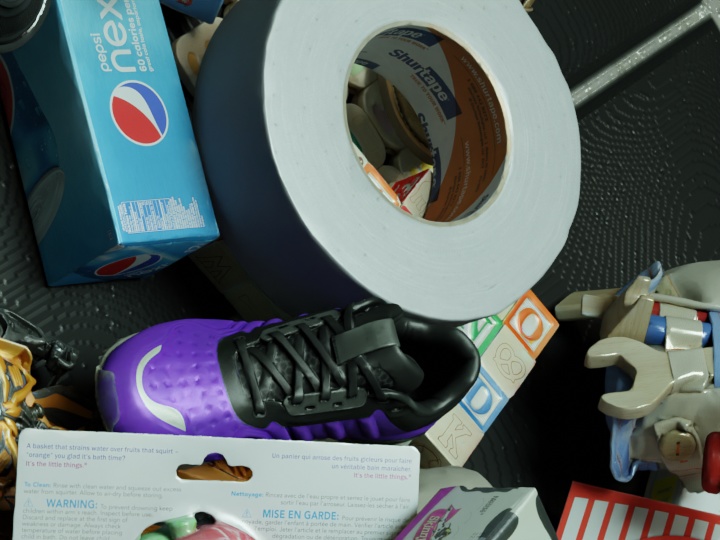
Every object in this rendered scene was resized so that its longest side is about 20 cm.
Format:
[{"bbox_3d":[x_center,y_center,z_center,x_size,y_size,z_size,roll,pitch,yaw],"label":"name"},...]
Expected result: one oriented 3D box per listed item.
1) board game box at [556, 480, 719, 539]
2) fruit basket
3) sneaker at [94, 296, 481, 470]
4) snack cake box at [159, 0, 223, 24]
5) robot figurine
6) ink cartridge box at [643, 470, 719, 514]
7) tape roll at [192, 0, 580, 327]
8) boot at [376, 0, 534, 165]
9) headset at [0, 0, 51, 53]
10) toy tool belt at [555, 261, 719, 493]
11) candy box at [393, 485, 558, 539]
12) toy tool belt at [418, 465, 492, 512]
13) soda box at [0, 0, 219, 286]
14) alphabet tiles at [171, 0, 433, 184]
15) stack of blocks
[{"bbox_3d":[0.157,0.217,1.307,0.046,0.150,0.201,85,21,-49],"label":"board game box"},{"bbox_3d":[-0.068,0.174,1.107,0.184,0.094,0.202,3,85,-15],"label":"fruit basket"},{"bbox_3d":[-0.026,0.044,1.159,0.199,0.099,0.070,0,70,-41],"label":"sneaker"},{"bbox_3d":[-0.066,-0.246,1.312,0.067,0.115,0.201,23,55,-7],"label":"snack cake box"},{"bbox_3d":[-0.134,0.091,1.150,0.199,0.058,0.146,26,53,-32],"label":"robot figurine"},{"bbox_3d":[0.223,0.233,1.428,0.197,0.047,0.201,41,51,-23],"label":"ink cartridge box"},{"bbox_3d":[0.016,-0.066,1.253,0.199,0.066,0.202,11,71,-34],"label":"tape roll"},{"bbox_3d":[0.063,-0.146,1.413,0.074,0.075,0.201,43,44,-28],"label":"boot"},{"bbox_3d":[-0.173,-0.132,1.142,0.199,0.124,0.094,-30,121,-7],"label":"headset"},{"bbox_3d":[0.166,0.066,1.361,0.200,0.122,0.126,-78,172,-63],"label":"toy tool belt"},{"bbox_3d":[0.058,0.214,1.094,0.136,0.061,0.201,-42,117,-40],"label":"candy box"},{"bbox_3d":[0.004,0.191,1.210,0.122,0.125,0.201,1,69,-14],"label":"toy tool belt"},{"bbox_3d":[-0.135,-0.098,1.225,0.064,0.068,0.201,-5,75,-41],"label":"soda box"},{"bbox_3d":[-0.016,-0.112,1.380,0.195,0.015,0.201,-38,99,-45],"label":"alphabet tiles"},{"bbox_3d":[0.000,0.000,1.302,0.200,0.058,0.115,49,54,-15],"label":"stack of blocks"}]
